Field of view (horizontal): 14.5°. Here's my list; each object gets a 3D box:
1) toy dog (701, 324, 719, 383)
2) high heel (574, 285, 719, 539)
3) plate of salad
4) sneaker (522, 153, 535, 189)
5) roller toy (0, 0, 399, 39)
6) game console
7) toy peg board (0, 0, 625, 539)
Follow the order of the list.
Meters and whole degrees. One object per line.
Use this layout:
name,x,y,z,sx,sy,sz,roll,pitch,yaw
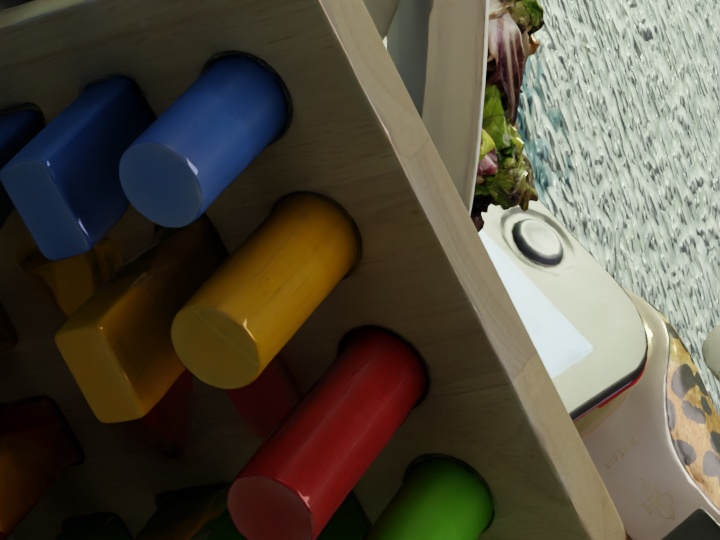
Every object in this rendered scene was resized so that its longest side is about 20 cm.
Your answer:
toy dog,0.147,0.088,1.213,0.096,0.199,0.133,-43,137,-60
high heel,0.131,0.093,1.139,0.143,0.071,0.200,48,12,-42
plate of salad,0.038,-0.098,0.947,0.200,0.048,0.201,-179,-90,-84
sneaker,0.018,-0.001,1.114,0.200,0.075,0.071,-46,134,-65
roller toy,-0.071,-0.124,0.871,0.200,0.139,0.183,45,55,-46
game console,0.000,0.000,0.990,0.177,0.031,0.200,51,39,9
toy peg board,-0.066,0.035,0.766,0.200,0.199,0.098,63,39,-20
